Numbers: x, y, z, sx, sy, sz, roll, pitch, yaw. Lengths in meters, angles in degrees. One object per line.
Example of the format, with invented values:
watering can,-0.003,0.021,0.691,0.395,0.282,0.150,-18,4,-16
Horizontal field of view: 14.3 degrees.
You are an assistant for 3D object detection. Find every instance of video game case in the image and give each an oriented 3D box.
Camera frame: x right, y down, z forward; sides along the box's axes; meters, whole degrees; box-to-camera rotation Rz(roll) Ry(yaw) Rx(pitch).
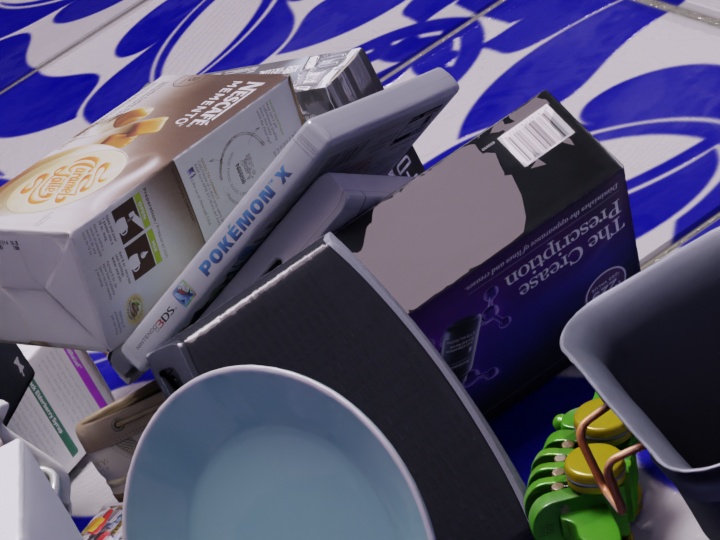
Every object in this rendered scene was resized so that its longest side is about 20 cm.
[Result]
video game case,-0.037,-0.032,1.642,0.182,0.022,0.200,-49,-8,24

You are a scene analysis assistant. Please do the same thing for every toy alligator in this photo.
toy alligator,0.116,0.093,1.466,0.054,0.060,0.200,-2,31,13

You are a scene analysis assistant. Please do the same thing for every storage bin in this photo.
storage bin,0.186,0.087,1.323,0.145,0.135,0.200,-30,22,-3

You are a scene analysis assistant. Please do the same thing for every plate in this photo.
plate,-0.035,0.142,1.407,0.199,0.202,0.026,-8,5,39

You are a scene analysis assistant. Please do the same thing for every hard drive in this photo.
hard drive,0.000,0.000,1.645,0.132,0.027,0.200,-49,-23,22
hard drive,-0.003,0.088,1.462,0.135,0.200,0.042,-34,-9,-15

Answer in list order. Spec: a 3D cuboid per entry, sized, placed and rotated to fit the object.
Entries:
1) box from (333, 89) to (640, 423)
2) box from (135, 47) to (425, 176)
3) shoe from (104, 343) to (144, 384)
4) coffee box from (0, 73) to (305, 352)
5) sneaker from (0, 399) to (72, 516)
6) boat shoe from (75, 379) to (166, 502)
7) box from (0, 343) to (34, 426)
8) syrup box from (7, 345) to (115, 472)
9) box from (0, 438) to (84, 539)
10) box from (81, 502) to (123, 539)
box,0.054,0.016,1.589,0.199,0.141,0.079,-34,57,-12
box,-0.047,-0.054,1.843,0.199,0.158,0.050,-4,33,42
shoe,-0.150,0.013,1.771,0.071,0.091,0.200,-41,-2,-11
coffee box,-0.130,-0.037,1.677,0.114,0.080,0.200,5,32,42
sneaker,-0.177,0.140,1.463,0.080,0.201,0.071,-16,44,16
boat shoe,-0.082,0.060,1.750,0.200,0.065,0.072,-36,11,-11
box,-0.322,0.095,1.676,0.198,0.124,0.200,-23,20,20
syrup box,-0.245,0.123,1.798,0.078,0.082,0.200,-9,29,42
box,-0.182,0.213,1.395,0.152,0.201,0.106,-25,23,5
box,-0.147,0.202,1.587,0.110,0.035,0.200,-9,30,38
